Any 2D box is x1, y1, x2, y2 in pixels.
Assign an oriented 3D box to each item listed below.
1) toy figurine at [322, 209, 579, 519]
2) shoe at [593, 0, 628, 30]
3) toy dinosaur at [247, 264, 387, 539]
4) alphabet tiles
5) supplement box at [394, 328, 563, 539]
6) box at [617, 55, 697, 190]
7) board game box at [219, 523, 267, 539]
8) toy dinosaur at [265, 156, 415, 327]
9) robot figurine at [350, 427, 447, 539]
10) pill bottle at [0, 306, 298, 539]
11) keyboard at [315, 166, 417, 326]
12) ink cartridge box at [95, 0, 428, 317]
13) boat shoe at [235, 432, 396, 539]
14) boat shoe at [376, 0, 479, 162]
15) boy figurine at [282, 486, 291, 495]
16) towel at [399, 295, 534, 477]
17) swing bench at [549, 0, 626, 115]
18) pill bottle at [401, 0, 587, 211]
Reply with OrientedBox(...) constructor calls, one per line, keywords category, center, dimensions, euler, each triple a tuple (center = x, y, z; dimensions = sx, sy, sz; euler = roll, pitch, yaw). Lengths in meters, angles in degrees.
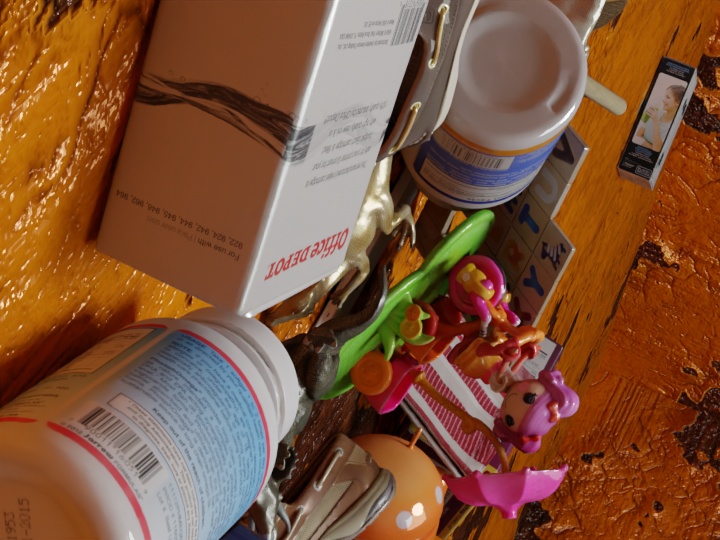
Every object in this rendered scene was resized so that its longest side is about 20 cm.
OrientedBox(category="toy figurine", center=(0.093, 0.089, 1.169), dimensions=(0.200, 0.184, 0.150), euler=(-49, 164, 16))
OrientedBox(category="shoe", center=(0.203, -0.263, 1.474), dimensions=(0.070, 0.054, 0.200), euler=(-37, 172, 20))
OrientedBox(category="toy dinosaur", center=(-0.049, 0.078, 1.014), dimensions=(0.102, 0.076, 0.201), euler=(80, 33, -83))
OrientedBox(category="alphabet tiles", center=(0.111, -0.047, 1.209), dimensions=(0.007, 0.168, 0.201), euler=(-3, 133, -32))
OrientedBox(category="supplement box", center=(0.106, 0.148, 1.574), dimensions=(0.200, 0.103, 0.131), euler=(-55, 177, -41))
OrientedBox(category="box", center=(0.495, -0.244, 2.577), dimensions=(0.202, 0.060, 0.117), euler=(-67, 166, 1))
OrientedBox(category="board game box", center=(-0.136, 0.292, 0.992), dimensions=(0.200, 0.043, 0.200), euler=(-36, 147, -46))
OrientedBox(category="toy dinosaur", center=(0.005, -0.045, 1.030), dimensions=(0.202, 0.058, 0.101), euler=(-67, 165, -1))
OrientedBox(category="robot figurine", center=(0.007, 0.226, 1.349), dimensions=(0.117, 0.142, 0.201), euler=(-95, -165, -53))
OrientedBox(category="pill bottle", center=(-0.104, 0.087, 0.716), dimensions=(0.200, 0.108, 0.110), euler=(-39, 149, -62))
OrientedBox(category="keyboard", center=(0.000, 0.000, 1.190), dimensions=(0.201, 0.011, 0.056), euler=(-60, 170, -26))
OrientedBox(category="ink cartridge box", center=(-0.037, -0.095, 0.734), dimensions=(0.145, 0.083, 0.202), euler=(-27, 138, -69))
OrientedBox(category="boat shoe", center=(-0.063, 0.199, 1.143), dimensions=(0.200, 0.072, 0.076), euler=(-42, -174, -25))
OrientedBox(category="boat shoe", center=(0.027, -0.155, 0.918), dimensions=(0.059, 0.071, 0.201), euler=(-43, 152, -43))
OrientedBox(category="boy figurine", center=(-0.072, 0.266, 1.223), dimensions=(0.201, 0.064, 0.124), euler=(-62, 163, -9))
OrientedBox(category="towel", center=(0.092, 0.097, 1.442), dimensions=(0.023, 0.144, 0.200), euler=(-36, -176, 31))
OrientedBox(category="swing bench", center=(0.166, -0.249, 1.186), dimensions=(0.200, 0.129, 0.200), euler=(-67, 161, 2))
OrientedBox(category="pill bottle", center=(0.086, -0.109, 1.091), dimensions=(0.113, 0.111, 0.200), euler=(-63, 178, -14))
